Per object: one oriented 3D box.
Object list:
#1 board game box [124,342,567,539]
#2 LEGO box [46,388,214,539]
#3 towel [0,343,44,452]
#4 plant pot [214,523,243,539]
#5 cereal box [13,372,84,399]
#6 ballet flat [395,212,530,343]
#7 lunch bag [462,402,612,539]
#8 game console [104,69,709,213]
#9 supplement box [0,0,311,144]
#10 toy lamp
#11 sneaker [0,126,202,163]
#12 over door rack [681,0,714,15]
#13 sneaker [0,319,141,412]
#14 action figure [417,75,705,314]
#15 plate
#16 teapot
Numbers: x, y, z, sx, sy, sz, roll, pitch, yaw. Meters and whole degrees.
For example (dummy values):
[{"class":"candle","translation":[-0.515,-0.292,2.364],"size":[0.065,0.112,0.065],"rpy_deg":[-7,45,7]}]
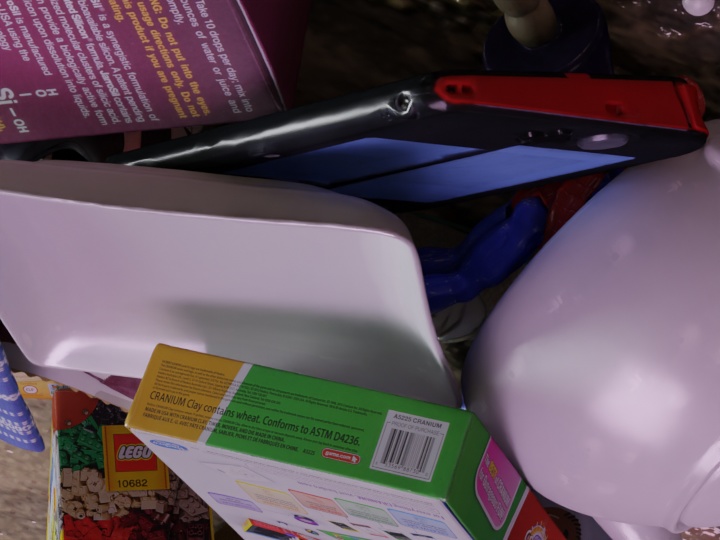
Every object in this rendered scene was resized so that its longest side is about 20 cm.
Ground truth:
[{"class":"board game box","translation":[0.004,0.102,1.275],"size":[0.152,0.041,0.200],"rpy_deg":[12,160,24]},{"class":"LEGO box","translation":[-0.120,0.171,1.496],"size":[0.077,0.150,0.200],"rpy_deg":[-2,149,-9]},{"class":"towel","translation":[-0.216,-0.014,1.305],"size":[0.144,0.024,0.201],"rpy_deg":[25,146,35]},{"class":"plant pot","translation":[-0.016,0.257,1.565],"size":[0.185,0.201,0.187],"rpy_deg":[7,141,6]},{"class":"cereal box","translation":[-0.212,-0.013,1.405],"size":[0.143,0.040,0.201],"rpy_deg":[2,140,9]},{"class":"ballet flat","translation":[0.000,0.000,1.355],"size":[0.199,0.063,0.067],"rpy_deg":[24,140,-16]},{"class":"lunch bag","translation":[0.049,0.154,1.430],"size":[0.199,0.171,0.124],"rpy_deg":[-18,162,35]},{"class":"game console","translation":[0.021,-0.048,1.165],"size":[0.199,0.031,0.176],"rpy_deg":[-12,174,44]},{"class":"supplement box","translation":[-0.125,-0.133,1.169],"size":[0.199,0.132,0.103],"rpy_deg":[-3,141,18]},{"class":"toy lamp","translation":[0.055,-0.132,1.185],"size":[0.058,0.058,0.200],"rpy_deg":[-10,138,23]},{"class":"sneaker","translation":[-0.166,-0.065,1.260],"size":[0.198,0.130,0.080],"rpy_deg":[11,141,0]},{"class":"over door rack","translation":[0.183,-0.157,1.116],"size":[0.199,0.067,0.148],"rpy_deg":[18,142,-8]},{"class":"sneaker","translation":[-0.113,0.009,1.311],"size":[0.199,0.075,0.090],"rpy_deg":[10,143,12]},{"class":"action figure","translation":[0.073,-0.018,1.283],"size":[0.200,0.065,0.052],"rpy_deg":[-42,100,17]},{"class":"plate","translation":[-0.062,0.002,1.189],"size":[0.198,0.033,0.200],"rpy_deg":[7,159,11]},{"class":"teapot","translation":[0.151,0.040,1.247],"size":[0.146,0.197,0.200],"rpy_deg":[46,-179,17]}]
